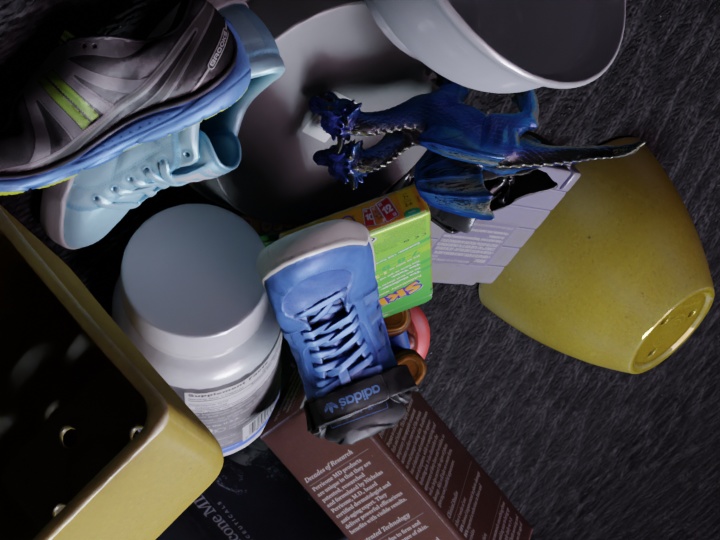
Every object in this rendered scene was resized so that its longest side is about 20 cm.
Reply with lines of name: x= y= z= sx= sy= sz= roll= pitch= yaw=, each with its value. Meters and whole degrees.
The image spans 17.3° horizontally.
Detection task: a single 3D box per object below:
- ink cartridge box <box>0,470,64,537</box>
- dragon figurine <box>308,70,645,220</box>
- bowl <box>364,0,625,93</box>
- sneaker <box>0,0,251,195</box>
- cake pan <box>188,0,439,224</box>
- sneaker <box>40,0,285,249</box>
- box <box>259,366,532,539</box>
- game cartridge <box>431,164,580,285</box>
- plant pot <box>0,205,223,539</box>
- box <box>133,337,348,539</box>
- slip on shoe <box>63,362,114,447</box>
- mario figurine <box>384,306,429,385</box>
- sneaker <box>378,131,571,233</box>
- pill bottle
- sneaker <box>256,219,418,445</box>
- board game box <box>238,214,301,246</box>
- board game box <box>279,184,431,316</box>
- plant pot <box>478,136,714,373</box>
ink cartridge box: x=-0.293 y=0.201 z=1.557 sx=0.199 sy=0.068 sz=0.116 roll=-12 pitch=145 yaw=-26
dragon figurine: x=0.067 y=-0.072 z=1.458 sx=0.059 sy=0.199 sz=0.100 roll=96 pitch=21 yaw=-45
bowl: x=0.061 y=-0.185 z=1.427 sx=0.090 sy=0.202 sz=0.201 roll=-28 pitch=171 yaw=39
sneaker: x=-0.161 y=-0.098 z=1.328 sx=0.199 sy=0.083 sz=0.071 roll=-25 pitch=-170 yaw=-9
cake pan: x=-0.024 y=-0.107 z=1.496 sx=0.200 sy=0.037 sz=0.201 roll=-19 pitch=137 yaw=-19
sneaker: x=-0.118 y=-0.074 z=1.412 sx=0.074 sy=0.082 sz=0.200 roll=-7 pitch=140 yaw=-54
box: x=0.027 y=0.148 z=1.636 sx=0.075 sy=0.200 sz=0.100 roll=-32 pitch=-166 yaw=24
game cartridge: x=0.089 y=-0.045 z=1.887 sx=0.130 sy=0.038 sz=0.200 roll=-47 pitch=158 yaw=18
plant pot: x=-0.199 y=0.107 z=1.439 sx=0.194 sy=0.196 sz=0.200 roll=-45 pitch=156 yaw=3
box: x=-0.086 y=0.162 z=1.733 sx=0.200 sy=0.197 sz=0.118 roll=-23 pitch=149 yaw=-41
slip on shoe: x=-0.216 y=0.119 z=1.614 sx=0.076 sy=0.061 sz=0.200 roll=-14 pitch=143 yaw=-51
mario figurine: x=-0.002 y=0.067 z=1.824 sx=0.200 sy=0.106 sz=0.124 roll=130 pitch=-22 yaw=-87
sneaker: x=0.046 y=-0.066 z=1.679 sx=0.200 sy=0.104 sz=0.060 roll=-27 pitch=153 yaw=-36
pill bottle: x=-0.108 y=0.041 z=1.574 sx=0.114 sy=0.114 sz=0.200 roll=-36 pitch=161 yaw=-17
sneaker: x=-0.010 y=0.046 z=1.470 sx=0.077 sy=0.112 sz=0.200 roll=-19 pitch=162 yaw=-4
board game box: x=-0.033 y=-0.019 z=1.663 sx=0.095 sy=0.030 sz=0.200 roll=-7 pitch=173 yaw=23
board game box: x=0.000 y=0.000 z=1.597 sx=0.095 sy=0.030 sz=0.200 roll=-20 pitch=161 yaw=-4
plant pot: x=0.223 y=0.005 z=2.058 sx=0.200 sy=0.142 sz=0.200 roll=-36 pitch=156 yaw=-19
